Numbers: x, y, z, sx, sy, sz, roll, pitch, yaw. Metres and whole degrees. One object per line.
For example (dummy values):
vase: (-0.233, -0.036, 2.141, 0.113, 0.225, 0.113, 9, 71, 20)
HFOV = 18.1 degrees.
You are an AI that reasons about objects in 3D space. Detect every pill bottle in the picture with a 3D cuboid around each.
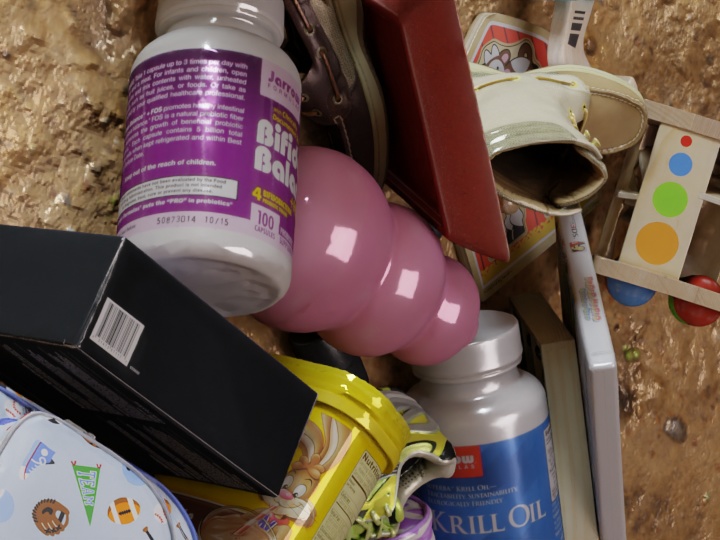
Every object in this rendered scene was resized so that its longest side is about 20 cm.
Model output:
pill bottle: (-0.093, -0.081, 1.415, 0.112, 0.112, 0.201, 28, 57, -47)
pill bottle: (0.087, 0.137, 1.670, 0.112, 0.112, 0.201, -25, 112, -44)

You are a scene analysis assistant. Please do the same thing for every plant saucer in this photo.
plant saucer: (0.035, -0.119, 1.544, 0.036, 0.200, 0.201, -18, 112, -11)

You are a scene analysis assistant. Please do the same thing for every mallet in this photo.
mallet: (0.023, 0.019, 1.634, 0.200, 0.041, 0.066, -44, 126, -36)

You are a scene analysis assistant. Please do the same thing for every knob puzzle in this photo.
knob puzzle: (0.124, -0.104, 1.743, 0.219, 0.030, 0.221, -8, 101, -47)

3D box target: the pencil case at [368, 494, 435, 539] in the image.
pencil case: (0.026, 0.262, 1.646, 0.085, 0.084, 0.201, -11, 107, -2)

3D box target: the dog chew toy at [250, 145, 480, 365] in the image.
dog chew toy: (0.000, 0.000, 1.523, 0.199, 0.124, 0.125, 29, 73, -30)

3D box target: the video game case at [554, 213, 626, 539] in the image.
video game case: (0.175, 0.081, 1.713, 0.183, 0.023, 0.201, -97, 178, -49)

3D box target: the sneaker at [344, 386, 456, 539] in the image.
sneaker: (-0.016, 0.161, 1.561, 0.200, 0.076, 0.076, -43, 146, -23)

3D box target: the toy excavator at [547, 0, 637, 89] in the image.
toy excavator: (0.157, -0.217, 1.716, 0.194, 0.100, 0.201, 23, 81, -46)

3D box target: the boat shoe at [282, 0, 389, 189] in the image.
boat shoe: (-0.031, -0.138, 1.546, 0.072, 0.072, 0.201, -19, 121, -14)

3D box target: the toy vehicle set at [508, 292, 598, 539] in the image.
toy vehicle set: (0.150, 0.130, 1.742, 0.026, 0.124, 0.201, -10, 106, -5)

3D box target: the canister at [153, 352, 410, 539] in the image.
canister: (-0.076, 0.160, 1.460, 0.201, 0.148, 0.087, -58, 135, -23)

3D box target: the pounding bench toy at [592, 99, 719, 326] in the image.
pounding bench toy: (0.260, -0.040, 1.823, 0.200, 0.123, 0.157, -14, 121, -86)

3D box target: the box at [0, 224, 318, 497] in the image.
box: (-0.143, 0.055, 1.375, 0.200, 0.141, 0.079, 42, 61, -43)

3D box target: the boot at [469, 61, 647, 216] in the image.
boot: (0.145, -0.094, 1.632, 0.199, 0.155, 0.072, 5, 114, -26)

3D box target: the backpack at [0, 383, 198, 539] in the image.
backpack: (-0.186, 0.174, 1.312, 0.190, 0.154, 0.201, 35, 69, -29)
